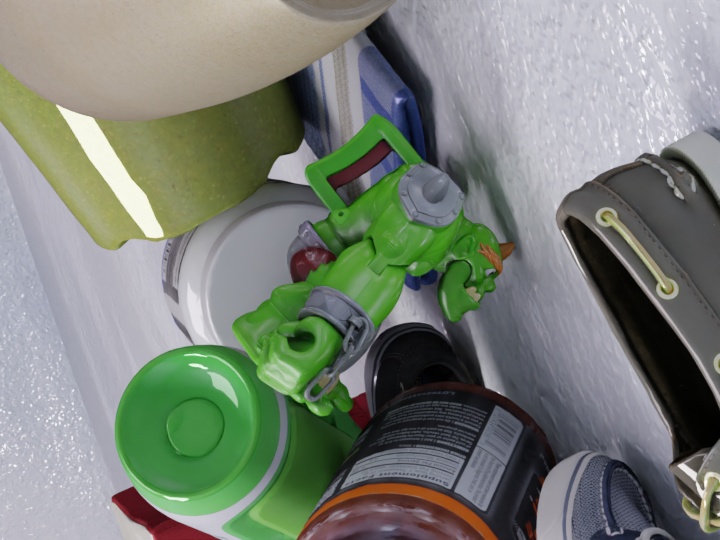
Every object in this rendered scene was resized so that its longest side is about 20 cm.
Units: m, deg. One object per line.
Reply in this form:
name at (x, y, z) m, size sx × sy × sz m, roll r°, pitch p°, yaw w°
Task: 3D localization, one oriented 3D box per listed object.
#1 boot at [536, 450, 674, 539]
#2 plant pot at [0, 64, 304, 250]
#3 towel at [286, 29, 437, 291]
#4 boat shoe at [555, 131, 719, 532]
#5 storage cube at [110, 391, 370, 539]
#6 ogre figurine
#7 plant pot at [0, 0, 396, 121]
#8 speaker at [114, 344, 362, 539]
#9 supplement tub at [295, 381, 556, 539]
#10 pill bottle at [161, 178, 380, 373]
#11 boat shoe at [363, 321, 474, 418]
boot at (0.129, 0.137, 0.959) m, size 0.073 × 0.090 × 0.200 m, roll 42°, pitch -151°, yaw -31°
plant pot at (-0.127, -0.119, 1.245) m, size 0.184 × 0.200 × 0.200 m, roll 62°, pitch 170°, yaw -20°
towel at (-0.012, -0.099, 1.228) m, size 0.147 × 0.024 × 0.200 m, roll 82°, pitch 161°, yaw -47°
boat shoe at (0.130, 0.054, 0.808) m, size 0.072 × 0.060 × 0.202 m, roll 130°, pitch 118°, yaw -76°
storage cube at (-0.027, 0.192, 1.413) m, size 0.171 × 0.180 × 0.200 m, roll -174°, pitch 64°, yaw -76°
ogre figurine at (0.000, 0.000, 1.081) m, size 0.098 × 0.120 × 0.200 m, roll 42°, pitch -177°, yaw 17°
plant pot at (-0.060, -0.154, 1.048) m, size 0.200 × 0.187 × 0.188 m, roll 12°, pitch 124°, yaw 58°
speaker at (-0.050, 0.094, 1.165) m, size 0.089 × 0.088 × 0.200 m, roll 63°, pitch -172°, yaw 21°
supplement tub at (0.026, 0.132, 1.080) m, size 0.200 × 0.107 × 0.107 m, roll -54°, pitch -51°, yaw -66°
pill bottle at (-0.048, 0.007, 1.310) m, size 0.200 × 0.114 × 0.114 m, roll -156°, pitch 46°, yaw -80°
boat shoe at (0.051, 0.126, 1.253) m, size 0.066 × 0.070 × 0.200 m, roll -144°, pitch 42°, yaw -70°
